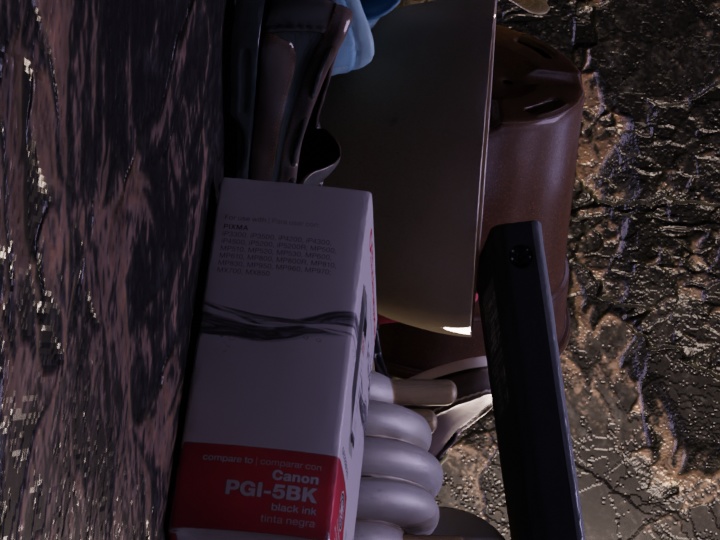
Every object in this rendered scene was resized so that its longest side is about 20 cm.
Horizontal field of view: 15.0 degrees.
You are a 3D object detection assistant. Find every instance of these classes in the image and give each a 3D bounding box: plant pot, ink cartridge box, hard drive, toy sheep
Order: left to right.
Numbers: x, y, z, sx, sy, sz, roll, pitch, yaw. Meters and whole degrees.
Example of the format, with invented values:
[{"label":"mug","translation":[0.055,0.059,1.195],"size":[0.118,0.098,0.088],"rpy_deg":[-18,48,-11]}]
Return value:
[{"label":"ink cartridge box","translation":[-0.041,0.074,1.406],"size":[0.147,0.083,0.201],"rpy_deg":[87,9,-61]},{"label":"toy sheep","translation":[-0.013,0.124,1.535],"size":[0.138,0.137,0.201],"rpy_deg":[87,-1,-66]},{"label":"plant pot","translation":[0.007,-0.065,1.622],"size":[0.200,0.134,0.201],"rpy_deg":[4,90,-87]},{"label":"plant pot","translation":[0.066,-0.056,1.915],"size":[0.200,0.199,0.199],"rpy_deg":[-80,179,-59]},{"label":"hard drive","translation":[0.102,0.082,1.681],"size":[0.140,0.033,0.201],"rpy_deg":[103,-20,-79]}]

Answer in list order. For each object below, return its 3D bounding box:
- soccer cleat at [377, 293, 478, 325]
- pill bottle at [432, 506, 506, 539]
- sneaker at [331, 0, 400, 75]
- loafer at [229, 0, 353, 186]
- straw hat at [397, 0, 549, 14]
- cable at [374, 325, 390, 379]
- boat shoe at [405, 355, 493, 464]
[{"label":"soccer cleat","translation":[0.000,0.000,1.751],"size":[0.200,0.076,0.067],"rpy_deg":[1,125,-46]},{"label":"pill bottle","translation":[0.033,0.201,1.698],"size":[0.200,0.112,0.112],"rpy_deg":[174,-78,-66]},{"label":"sneaker","translation":[-0.013,-0.172,1.582],"size":[0.200,0.082,0.074],"rpy_deg":[-82,176,-47]},{"label":"loafer","translation":[-0.036,-0.068,1.467],"size":[0.200,0.063,0.072],"rpy_deg":[91,5,-49]},{"label":"straw hat","translation":[0.038,-0.225,1.912],"size":[0.085,0.201,0.201],"rpy_deg":[-43,-167,19]},{"label":"cable","translation":[-0.012,0.045,1.830],"size":[0.097,0.050,0.201],"rpy_deg":[145,-62,-63]},{"label":"boat shoe","translation":[0.026,0.119,1.867],"size":[0.072,0.200,0.060],"rpy_deg":[12,55,-49]}]
